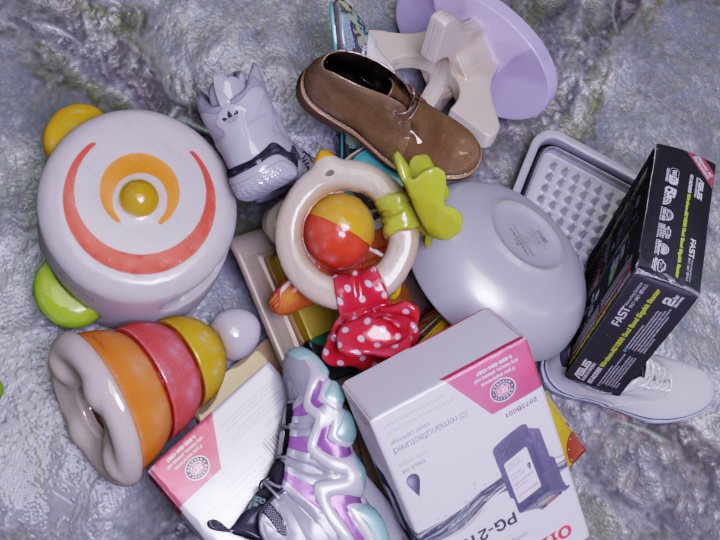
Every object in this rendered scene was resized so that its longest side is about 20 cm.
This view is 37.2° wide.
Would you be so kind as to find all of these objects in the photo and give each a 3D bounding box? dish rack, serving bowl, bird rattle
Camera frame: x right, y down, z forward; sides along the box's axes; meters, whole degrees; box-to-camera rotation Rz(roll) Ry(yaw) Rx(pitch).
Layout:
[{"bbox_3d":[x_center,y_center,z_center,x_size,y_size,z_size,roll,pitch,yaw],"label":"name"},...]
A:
[{"bbox_3d":[0.248,-0.041,1.166,0.197,0.044,0.174,27,70,-5],"label":"dish rack"},{"bbox_3d":[0.143,-0.014,1.028,0.197,0.066,0.202,21,42,-21],"label":"serving bowl"},{"bbox_3d":[0.001,-0.017,0.944,0.161,0.113,0.203,27,97,6],"label":"bird rattle"}]

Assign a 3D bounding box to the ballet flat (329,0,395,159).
[{"bbox_3d":[0.007,-0.177,1.086,0.073,0.074,0.204,-13,119,-18],"label":"ballet flat"}]

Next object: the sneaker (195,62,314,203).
[{"bbox_3d":[-0.096,-0.130,1.019,0.074,0.200,0.117,-23,92,8],"label":"sneaker"}]

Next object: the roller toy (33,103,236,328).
[{"bbox_3d":[-0.209,-0.050,0.998,0.179,0.140,0.204,4,72,-14],"label":"roller toy"}]

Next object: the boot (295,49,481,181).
[{"bbox_3d":[0.038,-0.145,1.014,0.197,0.075,0.075,24,69,-16],"label":"boot"}]

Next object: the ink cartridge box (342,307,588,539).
[{"bbox_3d":[0.090,0.159,0.889,0.143,0.084,0.203,-26,112,-10],"label":"ink cartridge box"}]

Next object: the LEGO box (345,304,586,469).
[{"bbox_3d":[0.101,0.146,1.025,0.149,0.077,0.201,-40,97,-31],"label":"LEGO box"}]

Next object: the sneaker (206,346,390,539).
[{"bbox_3d":[-0.066,0.174,0.888,0.138,0.078,0.203,-17,78,-18],"label":"sneaker"}]

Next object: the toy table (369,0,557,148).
[{"bbox_3d":[0.094,-0.212,1.114,0.198,0.186,0.117,30,51,25],"label":"toy table"}]

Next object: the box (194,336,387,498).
[{"bbox_3d":[-0.047,0.159,1.041,0.163,0.021,0.201,-38,86,-22],"label":"box"}]

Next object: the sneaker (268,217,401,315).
[{"bbox_3d":[0.000,0.000,1.019,0.198,0.073,0.078,-26,82,-32],"label":"sneaker"}]

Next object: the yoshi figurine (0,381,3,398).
[{"bbox_3d":[-0.397,0.146,0.928,0.197,0.112,0.114,-28,114,-9],"label":"yoshi figurine"}]

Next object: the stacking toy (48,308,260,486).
[{"bbox_3d":[-0.171,0.091,0.981,0.198,0.146,0.148,-26,81,-32],"label":"stacking toy"}]

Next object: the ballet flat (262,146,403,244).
[{"bbox_3d":[-0.011,-0.075,1.055,0.198,0.069,0.070,-26,81,-24],"label":"ballet flat"}]

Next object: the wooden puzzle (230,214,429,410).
[{"bbox_3d":[-0.014,0.029,1.061,0.183,0.037,0.203,-20,78,-32],"label":"wooden puzzle"}]

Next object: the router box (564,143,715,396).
[{"bbox_3d":[0.262,0.004,1.009,0.061,0.201,0.152,18,57,2],"label":"router box"}]

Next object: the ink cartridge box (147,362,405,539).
[{"bbox_3d":[-0.075,0.211,0.962,0.145,0.083,0.201,-40,85,-19],"label":"ink cartridge box"}]

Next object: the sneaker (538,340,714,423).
[{"bbox_3d":[0.287,0.116,1.113,0.196,0.071,0.075,7,72,-12],"label":"sneaker"}]
